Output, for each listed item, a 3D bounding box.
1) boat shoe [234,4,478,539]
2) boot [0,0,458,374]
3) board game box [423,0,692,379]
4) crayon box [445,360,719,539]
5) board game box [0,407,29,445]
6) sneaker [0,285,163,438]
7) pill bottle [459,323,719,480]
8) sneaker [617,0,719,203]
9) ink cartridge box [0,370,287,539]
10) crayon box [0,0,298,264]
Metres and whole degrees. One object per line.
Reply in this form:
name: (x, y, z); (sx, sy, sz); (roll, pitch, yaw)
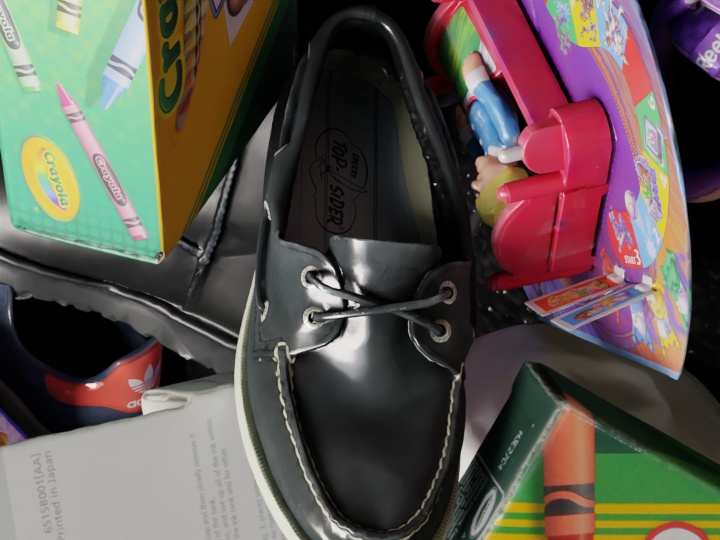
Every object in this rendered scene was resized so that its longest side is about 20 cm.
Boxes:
boat shoe: (0.002, 0.000, 0.739); (0.074, 0.200, 0.066); (8, 146, -6)
boot: (-0.073, -0.056, 0.886); (0.198, 0.073, 0.163); (25, 126, 6)
board game box: (0.048, -0.046, 0.761); (0.200, 0.039, 0.159); (-155, 51, -73)
crayon box: (0.111, 0.132, 0.754); (0.200, 0.051, 0.127); (28, 98, -15)
board game box: (-0.209, 0.061, 1.055); (0.199, 0.041, 0.200); (34, 166, 25)
sneaker: (-0.164, -0.002, 1.037); (0.200, 0.075, 0.085); (38, 135, 9)
pill bottle: (0.063, 0.128, 0.861); (0.111, 0.111, 0.201); (32, 130, 27)
sneaker: (0.135, -0.092, 0.695); (0.080, 0.088, 0.200); (42, 133, 20)
ink cartridge box: (-0.045, 0.137, 0.762); (0.044, 0.173, 0.201); (0, 100, 61)
crayon box: (-0.069, -0.119, 0.727); (0.058, 0.119, 0.201); (13, 130, 16)
